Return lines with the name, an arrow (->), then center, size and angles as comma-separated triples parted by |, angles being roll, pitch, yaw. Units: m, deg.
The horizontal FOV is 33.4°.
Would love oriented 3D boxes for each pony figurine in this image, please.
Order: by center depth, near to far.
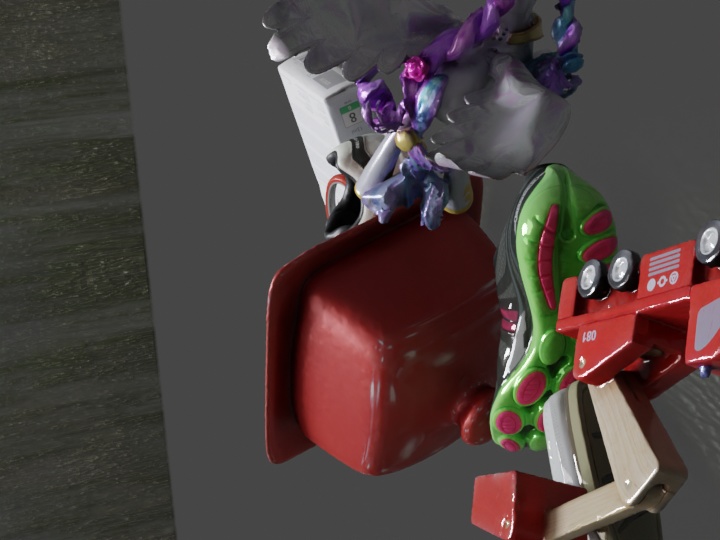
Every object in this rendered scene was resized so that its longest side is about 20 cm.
pony figurine -> 0.054, -0.110, 0.685 | 0.166, 0.193, 0.201 | 40, 148, 14

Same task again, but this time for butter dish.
butter dish -> 0.044, 0.064, 0.835 | 0.148, 0.198, 0.202 | 38, 141, 33

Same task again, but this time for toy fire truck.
toy fire truck -> 0.132, 0.064, 0.580 | 0.200, 0.048, 0.143 | -23, 53, 62

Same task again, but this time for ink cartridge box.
ink cartridge box -> -0.010, -0.099, 1.147 | 0.202, 0.050, 0.161 | 69, 170, -25

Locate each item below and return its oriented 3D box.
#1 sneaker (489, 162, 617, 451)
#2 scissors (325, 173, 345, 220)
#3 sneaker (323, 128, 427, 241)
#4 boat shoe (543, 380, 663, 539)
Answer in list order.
sneaker -> 0.117, 0.026, 0.732 | 0.084, 0.076, 0.202 | -93, 7, -59
scissors -> 0.000, 0.000, 1.115 | 0.073, 0.014, 0.202 | 24, 136, 26
sneaker -> 0.010, -0.021, 1.013 | 0.076, 0.087, 0.202 | -139, 42, -63
boat shoe -> 0.134, 0.165, 0.680 | 0.068, 0.074, 0.202 | -25, 70, 36
